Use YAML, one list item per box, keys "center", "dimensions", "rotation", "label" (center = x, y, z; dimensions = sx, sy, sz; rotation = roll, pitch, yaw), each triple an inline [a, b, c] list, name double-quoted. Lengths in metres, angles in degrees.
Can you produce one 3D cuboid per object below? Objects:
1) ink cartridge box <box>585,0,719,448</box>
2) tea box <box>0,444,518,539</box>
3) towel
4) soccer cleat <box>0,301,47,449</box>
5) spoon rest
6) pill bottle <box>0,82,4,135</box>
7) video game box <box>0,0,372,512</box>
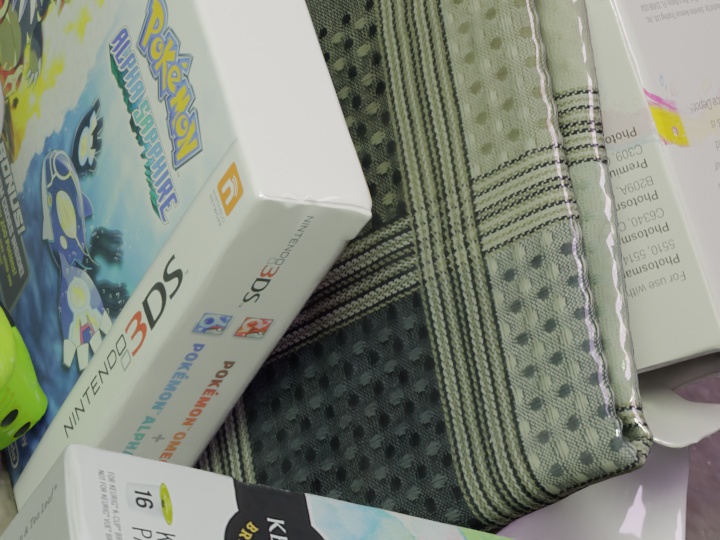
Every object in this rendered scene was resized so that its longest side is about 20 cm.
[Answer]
- center: [0.081, -0.038, 1.021]
  dimensions: [0.128, 0.125, 0.201]
  rotation: [-14, 86, -55]
  label: "ink cartridge box"
- center: [-0.027, 0.170, 0.769]
  dimensions: [0.196, 0.200, 0.134]
  rotation: [13, 45, -29]
  label: "tea box"
- center: [0.000, 0.000, 0.944]
  dimensions: [0.034, 0.192, 0.201]
  rotation: [17, 55, -47]
  label: "towel"
- center: [-0.173, -0.014, 0.946]
  dimensions: [0.200, 0.067, 0.081]
  rotation: [46, -5, 29]
  label: "soccer cleat"
- center: [0.078, 0.107, 1.030]
  dimensions: [0.099, 0.061, 0.200]
  rotation: [32, 38, -9]
  label: "spoon rest"
- center: [-0.185, -0.087, 0.859]
  dimensions: [0.119, 0.120, 0.200]
  rotation: [2, 33, -38]
  label: "pill bottle"
- center: [-0.076, -0.041, 0.948]
  dimensions: [0.047, 0.182, 0.201]
  rotation: [7, 48, -32]
  label: "video game box"
